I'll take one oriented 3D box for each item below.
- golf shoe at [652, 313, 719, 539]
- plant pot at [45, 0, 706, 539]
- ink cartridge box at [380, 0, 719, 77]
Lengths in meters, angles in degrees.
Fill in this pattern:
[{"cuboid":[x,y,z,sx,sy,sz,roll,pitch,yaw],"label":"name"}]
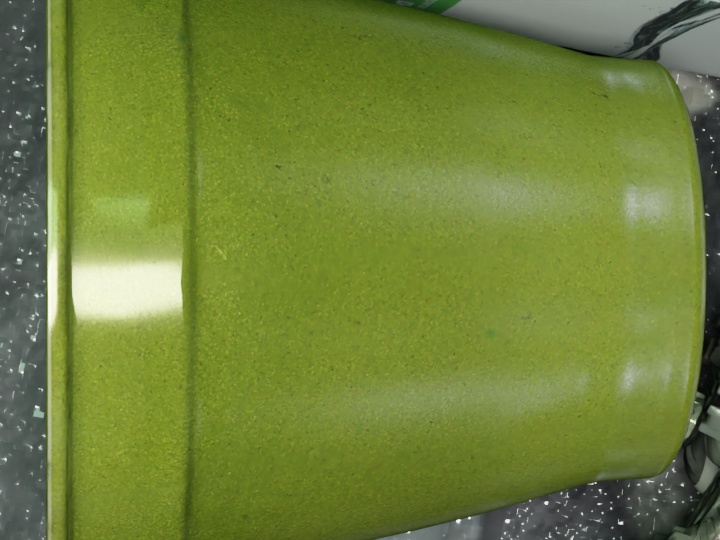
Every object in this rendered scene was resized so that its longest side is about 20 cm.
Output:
[{"cuboid":[0.123,0.102,0.875,0.088,0.077,0.200,25,85,-3],"label":"golf shoe"},{"cuboid":[0.000,0.000,0.860,0.193,0.200,0.201,0,77,-6],"label":"plant pot"},{"cuboid":[0.090,-0.145,0.893,0.200,0.083,0.147,10,77,-17],"label":"ink cartridge box"}]
